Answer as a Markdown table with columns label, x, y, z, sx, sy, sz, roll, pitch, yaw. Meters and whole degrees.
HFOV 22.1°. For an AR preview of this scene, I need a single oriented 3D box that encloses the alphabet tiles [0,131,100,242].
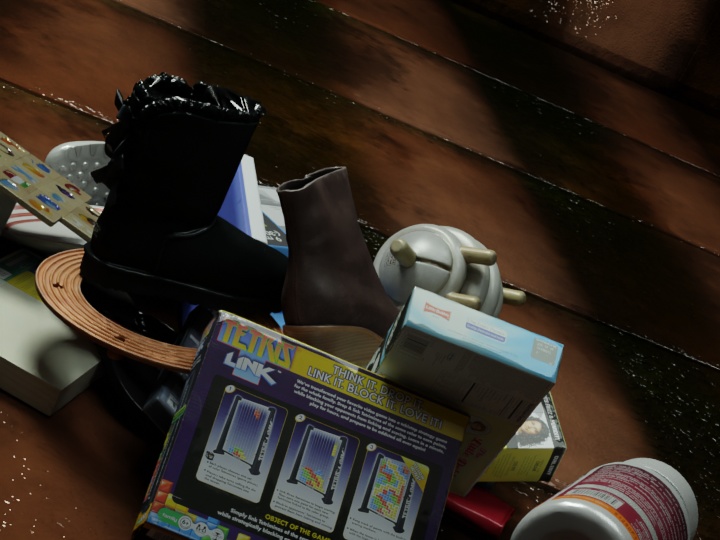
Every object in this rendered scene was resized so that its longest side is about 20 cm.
| label | x | y | z | sx | sy | sz | roll | pitch | yaw |
| --- | --- | --- | --- | --- | --- | --- | --- | --- | --- |
| alphabet tiles | -0.294 | -0.087 | 1.535 | 0.199 | 0.006 | 0.166 | 36 | 8 | -4 |

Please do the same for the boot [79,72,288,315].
| label | x | y | z | sx | sy | sz | roll | pitch | yaw |
| --- | --- | --- | --- | --- | --- | --- | --- | --- | --- |
| boot | -0.114 | -0.058 | 1.411 | 0.197 | 0.164 | 0.073 | 9 | 23 | -28 |

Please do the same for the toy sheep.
| label | x | y | z | sx | sy | sz | roll | pitch | yaw |
| --- | --- | --- | --- | --- | --- | --- | --- | --- | --- |
| toy sheep | 0.076 | 0.018 | 1.768 | 0.138 | 0.138 | 0.200 | 41 | -9 | 37 |

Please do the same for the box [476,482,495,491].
| label | x | y | z | sx | sy | sz | roll | pitch | yaw |
| --- | --- | --- | --- | --- | --- | --- | --- | --- | --- |
| box | 0.073 | 0.120 | 1.635 | 0.136 | 0.038 | 0.200 | 28 | 14 | 3 |

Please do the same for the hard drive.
| label | x | y | z | sx | sy | sz | roll | pitch | yaw |
| --- | --- | --- | --- | --- | --- | --- | --- | --- | --- |
| hard drive | -0.122 | -0.009 | 1.599 | 0.025 | 0.133 | 0.200 | 21 | 19 | -15 |

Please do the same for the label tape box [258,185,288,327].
| label | x | y | z | sx | sy | sz | roll | pitch | yaw |
| --- | --- | --- | --- | --- | --- | --- | --- | --- | --- |
| label tape box | -0.072 | -0.011 | 1.777 | 0.143 | 0.064 | 0.200 | 6 | 27 | -45 |

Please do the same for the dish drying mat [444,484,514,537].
| label | x | y | z | sx | sy | sz | roll | pitch | yaw |
| --- | --- | --- | --- | --- | --- | --- | --- | --- | --- |
| dish drying mat | 0.034 | 0.162 | 1.533 | 0.199 | 0.018 | 0.077 | 28 | 15 | 9 |

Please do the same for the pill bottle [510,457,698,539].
| label | x | y | z | sx | sy | sz | roll | pitch | yaw |
| --- | --- | --- | --- | --- | --- | --- | --- | --- | --- |
| pill bottle | 0.199 | 0.215 | 1.465 | 0.109 | 0.110 | 0.200 | 33 | 20 | 19 |

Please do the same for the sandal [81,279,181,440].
| label | x | y | z | sx | sy | sz | roll | pitch | yaw |
| --- | --- | --- | --- | --- | --- | --- | --- | --- | --- |
| sandal | -0.172 | 0.054 | 1.437 | 0.201 | 0.045 | 0.075 | 56 | 21 | 23 |

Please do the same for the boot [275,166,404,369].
| label | x | y | z | sx | sy | sz | roll | pitch | yaw |
| --- | --- | --- | --- | --- | --- | --- | --- | --- | --- |
| boot | 0.000 | 0.000 | 1.464 | 0.072 | 0.168 | 0.200 | -2 | 9 | 28 |

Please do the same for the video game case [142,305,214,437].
| label | x | y | z | sx | sy | sz | roll | pitch | yaw |
| --- | --- | --- | --- | --- | --- | --- | --- | --- | --- |
| video game case | -0.095 | 0.114 | 1.401 | 0.143 | 0.019 | 0.200 | 49 | 15 | -11 |

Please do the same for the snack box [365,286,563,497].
| label | x | y | z | sx | sy | sz | roll | pitch | yaw |
| --- | --- | --- | --- | --- | --- | --- | --- | --- | --- |
| snack box | 0.059 | 0.094 | 1.355 | 0.115 | 0.200 | 0.037 | 21 | 55 | -6 |

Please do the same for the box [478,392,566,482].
| label | x | y | z | sx | sy | sz | roll | pitch | yaw |
| --- | --- | --- | --- | --- | --- | --- | --- | --- | --- |
| box | 0.062 | 0.130 | 1.493 | 0.198 | 0.050 | 0.076 | 2 | 47 | -16 |

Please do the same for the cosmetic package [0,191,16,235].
| label | x | y | z | sx | sy | sz | roll | pitch | yaw |
| --- | --- | --- | --- | --- | --- | --- | --- | --- | --- |
| cosmetic package | -0.383 | -0.092 | 1.550 | 0.106 | 0.091 | 0.200 | 9 | 28 | -47 |

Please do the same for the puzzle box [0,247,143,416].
| label | x | y | z | sx | sy | sz | roll | pitch | yaw |
| --- | --- | --- | --- | --- | --- | --- | --- | --- | --- |
| puzzle box | -0.255 | 0.044 | 1.453 | 0.132 | 0.026 | 0.200 | 28 | 19 | 7 |

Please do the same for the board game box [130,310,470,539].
| label | x | y | z | sx | sy | sz | roll | pitch | yaw |
| --- | --- | --- | --- | --- | --- | --- | --- | --- | --- |
| board game box | -0.040 | 0.143 | 1.282 | 0.198 | 0.057 | 0.167 | 24 | 61 | -9 |

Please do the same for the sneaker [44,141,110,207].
| label | x | y | z | sx | sy | sz | roll | pitch | yaw |
| --- | --- | --- | --- | --- | --- | --- | --- | --- | --- |
| sneaker | -0.238 | -0.090 | 1.781 | 0.080 | 0.077 | 0.199 | 26 | 10 | 37 |

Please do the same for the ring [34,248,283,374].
| label | x | y | z | sx | sy | sz | roll | pitch | yaw |
| --- | --- | --- | --- | --- | --- | --- | --- | --- | --- |
| ring | -0.152 | 0.035 | 1.401 | 0.199 | 0.019 | 0.201 | 17 | 20 | -6 |

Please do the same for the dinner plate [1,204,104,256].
| label | x | y | z | sx | sy | sz | roll | pitch | yaw |
| --- | --- | --- | --- | --- | --- | --- | --- | --- | --- |
| dinner plate | -0.236 | -0.031 | 1.612 | 0.198 | 0.025 | 0.200 | 6 | 12 | -1 |
